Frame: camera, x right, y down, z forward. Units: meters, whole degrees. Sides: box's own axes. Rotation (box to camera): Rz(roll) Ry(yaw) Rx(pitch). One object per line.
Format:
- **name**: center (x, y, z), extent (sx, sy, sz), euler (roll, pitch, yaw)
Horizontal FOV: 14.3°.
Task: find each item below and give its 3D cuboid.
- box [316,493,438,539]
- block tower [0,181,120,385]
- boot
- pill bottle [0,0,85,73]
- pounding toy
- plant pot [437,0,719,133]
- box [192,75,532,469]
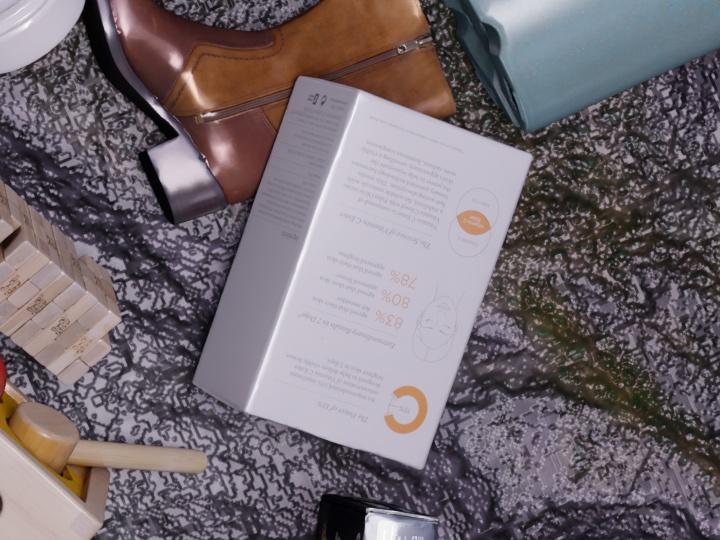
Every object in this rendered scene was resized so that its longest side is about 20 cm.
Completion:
- **box**: center (-0.001, 0.237, 1.697), extent (0.046, 0.159, 0.200), euler (7, 88, -10)
- **block tower**: center (-0.221, -0.020, 1.645), extent (0.054, 0.058, 0.200), euler (-40, 123, 11)
- **boot**: center (-0.057, -0.147, 1.743), extent (0.200, 0.068, 0.189), euler (-25, 93, -12)
- **pill bottle**: center (-0.241, -0.210, 1.640), extent (0.113, 0.113, 0.200), euler (-42, 136, -10)
- **pounding toy**: center (-0.207, 0.113, 1.661), extent (0.200, 0.184, 0.142), euler (42, 93, -7)
- **plant pot**: center (0.148, -0.193, 1.732), extent (0.196, 0.200, 0.200), euler (-28, 94, -3)
- **box**: center (0.000, 0.000, 1.712), extent (0.124, 0.097, 0.200), euler (19, 91, -25)
